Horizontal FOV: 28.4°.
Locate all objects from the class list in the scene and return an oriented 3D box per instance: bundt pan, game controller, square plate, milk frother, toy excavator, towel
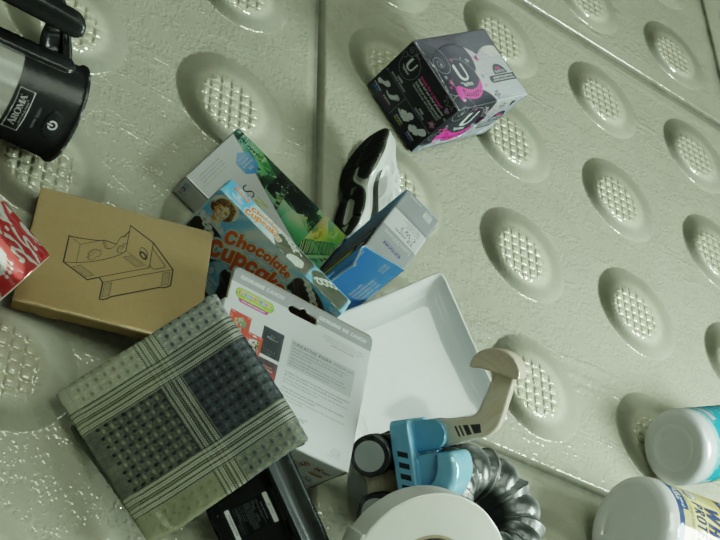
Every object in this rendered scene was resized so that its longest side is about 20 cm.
[{"bbox_3d":[0.143,0.294,1.700,0.202,0.076,0.202,25,45,-28],"label":"bundt pan"},{"bbox_3d":[-0.103,0.248,1.471,0.042,0.104,0.200,-179,-115,-84],"label":"game controller"},{"bbox_3d":[0.052,0.127,1.714,0.198,0.028,0.200,-22,82,-19],"label":"square plate"},{"bbox_3d":[-0.408,-0.243,1.582,0.188,0.181,0.200,24,2,-30],"label":"milk frother"},{"bbox_3d":[0.096,0.193,1.592,0.100,0.200,0.195,14,68,-71],"label":"toy excavator"},{"bbox_3d":[-0.183,0.151,1.445,0.200,0.035,0.193,-32,75,-12],"label":"towel"}]

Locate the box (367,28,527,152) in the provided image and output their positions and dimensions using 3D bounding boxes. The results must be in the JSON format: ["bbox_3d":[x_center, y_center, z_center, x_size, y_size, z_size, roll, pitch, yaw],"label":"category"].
[{"bbox_3d":[0.134,-0.271,2.125,0.200,0.115,0.132,-20,74,-50],"label":"box"}]

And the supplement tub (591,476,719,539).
[{"bbox_3d":[0.418,0.361,1.857,0.200,0.144,0.145,22,46,-30],"label":"supplement tub"}]

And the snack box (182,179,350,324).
[{"bbox_3d":[-0.121,0.004,1.645,0.200,0.116,0.037,46,30,-5],"label":"snack box"}]

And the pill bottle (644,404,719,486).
[{"bbox_3d":[0.512,0.251,2.066,0.200,0.111,0.111,1,59,-43],"label":"pill bottle"}]

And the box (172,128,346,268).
[{"bbox_3d":[-0.122,-0.071,1.774,0.200,0.036,0.144,46,39,-7],"label":"box"}]

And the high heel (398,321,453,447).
[{"bbox_3d":[0.095,0.125,1.800,0.096,0.067,0.200,-32,97,-43],"label":"high heel"}]

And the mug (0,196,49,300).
[{"bbox_3d":[-0.431,-0.038,1.405,0.200,0.178,0.133,48,2,-9],"label":"mug"}]

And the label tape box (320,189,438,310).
[{"bbox_3d":[0.000,0.000,1.741,0.066,0.143,0.200,45,35,-8],"label":"label tape box"}]

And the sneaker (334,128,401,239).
[{"bbox_3d":[0.033,-0.093,1.929,0.115,0.076,0.201,39,47,-28],"label":"sneaker"}]

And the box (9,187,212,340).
[{"bbox_3d":[-0.266,-0.003,1.544,0.200,0.021,0.164,15,49,-14],"label":"box"}]

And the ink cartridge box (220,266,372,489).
[{"bbox_3d":[-0.098,0.119,1.578,0.200,0.084,0.176,30,54,-24],"label":"ink cartridge box"}]

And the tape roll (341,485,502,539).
[{"bbox_3d":[0.064,0.331,1.527,0.203,0.037,0.203,-4,99,-26],"label":"tape roll"}]
